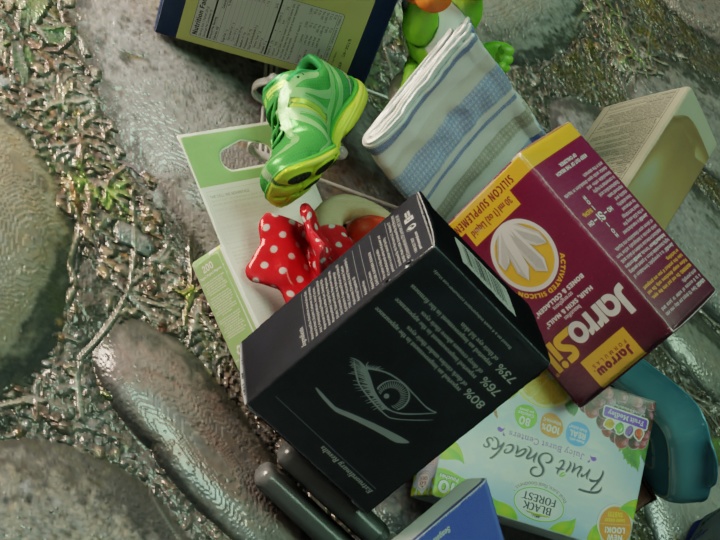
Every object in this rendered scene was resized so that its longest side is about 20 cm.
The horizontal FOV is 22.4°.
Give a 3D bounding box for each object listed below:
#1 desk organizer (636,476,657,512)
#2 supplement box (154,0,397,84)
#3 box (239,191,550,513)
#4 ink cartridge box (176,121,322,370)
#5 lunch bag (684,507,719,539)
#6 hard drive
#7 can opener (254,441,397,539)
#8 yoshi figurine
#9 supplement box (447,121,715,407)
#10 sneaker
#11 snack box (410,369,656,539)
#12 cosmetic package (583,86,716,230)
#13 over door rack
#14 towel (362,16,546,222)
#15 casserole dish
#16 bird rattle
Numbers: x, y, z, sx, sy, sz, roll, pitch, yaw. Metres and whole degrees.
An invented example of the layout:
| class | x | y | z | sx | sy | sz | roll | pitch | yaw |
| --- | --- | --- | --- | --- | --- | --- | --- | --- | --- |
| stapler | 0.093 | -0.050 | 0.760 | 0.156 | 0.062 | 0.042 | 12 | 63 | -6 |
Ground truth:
| class | x | y | z | sx | sy | sz | roll | pitch | yaw |
| --- | --- | --- | --- | --- | --- | --- | --- | --- | --- |
| desk organizer | 0.179 | 0.155 | 1.684 | 0.077 | 0.072 | 0.200 | -29 | 85 | -49 |
| supplement box | -0.066 | -0.302 | 1.660 | 0.199 | 0.134 | 0.200 | 15 | 49 | -9 |
| box | 0.024 | 0.066 | 1.431 | 0.148 | 0.200 | 0.104 | 45 | 14 | -23 |
| ink cartridge box | -0.082 | -0.025 | 1.558 | 0.145 | 0.048 | 0.200 | -14 | 76 | -49 |
| lunch bag | 0.371 | 0.289 | 1.707 | 0.124 | 0.170 | 0.200 | 52 | 37 | 5 |
| hard drive | 0.090 | 0.287 | 1.476 | 0.132 | 0.025 | 0.201 | -31 | 108 | -51 |
| can opener | -0.005 | 0.215 | 1.479 | 0.200 | 0.053 | 0.066 | 43 | 6 | -17 |
| yoshi figurine | 0.076 | -0.176 | 1.636 | 0.112 | 0.200 | 0.112 | 15 | 41 | 5 |
| supplement box | 0.185 | -0.005 | 1.575 | 0.200 | 0.131 | 0.103 | 49 | 38 | 6 |
| sneaker | -0.056 | -0.121 | 1.556 | 0.084 | 0.074 | 0.200 | 39 | 32 | -10 |
| snack box | 0.154 | 0.157 | 1.600 | 0.200 | 0.053 | 0.143 | 18 | 77 | -20 |
| cosmetic package | 0.249 | -0.085 | 1.708 | 0.200 | 0.105 | 0.071 | -51 | 120 | -42 |
| over door rack | -0.012 | -0.138 | 1.703 | 0.200 | 0.067 | 0.148 | 27 | 47 | -30 |
| towel | 0.092 | -0.114 | 1.623 | 0.024 | 0.147 | 0.200 | 33 | -10 | 43 |
| casserole dish | 0.262 | 0.145 | 1.711 | 0.039 | 0.121 | 0.200 | -19 | 32 | -20 |
| bird rattle | 0.000 | 0.000 | 1.547 | 0.200 | 0.113 | 0.163 | 27 | 32 | -12 |
